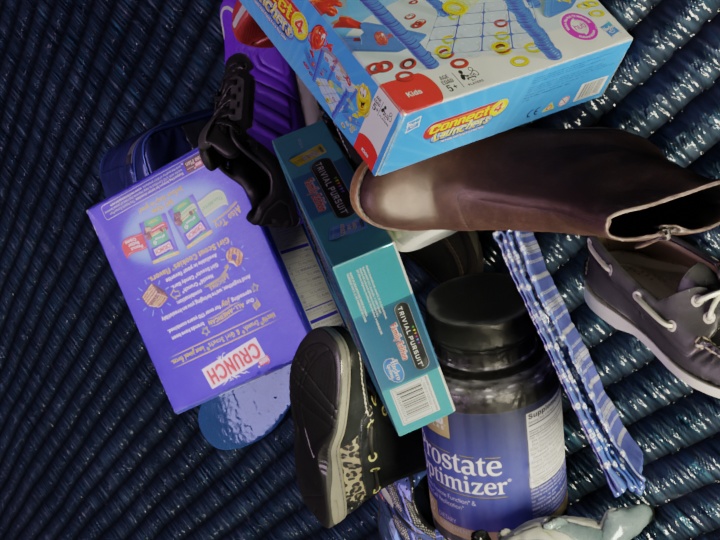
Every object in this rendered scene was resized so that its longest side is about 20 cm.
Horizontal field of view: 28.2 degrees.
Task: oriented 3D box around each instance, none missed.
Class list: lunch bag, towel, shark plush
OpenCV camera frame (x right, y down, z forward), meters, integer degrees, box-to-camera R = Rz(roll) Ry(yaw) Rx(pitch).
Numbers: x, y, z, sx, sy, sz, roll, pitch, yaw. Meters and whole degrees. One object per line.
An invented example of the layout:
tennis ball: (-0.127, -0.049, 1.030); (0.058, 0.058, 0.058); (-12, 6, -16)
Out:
lunch bag: (-0.154, -0.051, 1.397); (0.132, 0.135, 0.201); (-12, 99, 60)
towel: (0.152, 0.057, 1.009); (0.201, 0.024, 0.145); (65, -168, 4)
shark plush: (0.148, 0.220, 1.051); (0.091, 0.199, 0.084); (-43, 44, 41)

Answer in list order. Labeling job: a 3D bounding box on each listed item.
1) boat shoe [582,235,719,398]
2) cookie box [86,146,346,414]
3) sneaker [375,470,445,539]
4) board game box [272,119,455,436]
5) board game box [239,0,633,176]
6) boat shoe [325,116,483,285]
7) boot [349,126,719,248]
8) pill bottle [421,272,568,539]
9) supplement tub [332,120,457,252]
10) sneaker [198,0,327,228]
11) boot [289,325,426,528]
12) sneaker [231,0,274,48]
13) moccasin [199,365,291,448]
boat shoe: (0.214, 0.020, 0.911); (0.200, 0.074, 0.061); (40, 147, 52)
cookie box: (-0.126, 0.002, 1.265); (0.171, 0.075, 0.201); (-24, 88, 30)
sneaker: (0.038, 0.183, 1.328); (0.078, 0.075, 0.201); (-40, 78, 44)
board game box: (0.000, 0.000, 1.045); (0.200, 0.047, 0.152); (-117, 5, -57)
board game box: (0.039, -0.174, 0.926); (0.196, 0.199, 0.056); (53, 144, 22)
boat shoe: (0.021, -0.050, 1.172); (0.200, 0.073, 0.075); (49, 147, 29)
boot: (0.109, -0.052, 0.890); (0.166, 0.199, 0.073); (-146, 49, -64)
pill bottle: (0.101, 0.109, 1.113); (0.112, 0.111, 0.201); (26, 132, 49)
supplement tub: (0.038, -0.126, 1.041); (0.201, 0.122, 0.122); (64, 151, 3)
sneaker: (-0.088, -0.127, 1.143); (0.070, 0.099, 0.201); (-30, 79, 63)
boot: (0.022, 0.111, 1.203); (0.073, 0.153, 0.204); (44, 143, 42)
sneaker: (-0.040, -0.270, 1.093); (0.200, 0.078, 0.116); (-41, 59, 26)
moccasin: (-0.068, 0.102, 1.345); (0.200, 0.068, 0.081); (-38, 84, 28)
